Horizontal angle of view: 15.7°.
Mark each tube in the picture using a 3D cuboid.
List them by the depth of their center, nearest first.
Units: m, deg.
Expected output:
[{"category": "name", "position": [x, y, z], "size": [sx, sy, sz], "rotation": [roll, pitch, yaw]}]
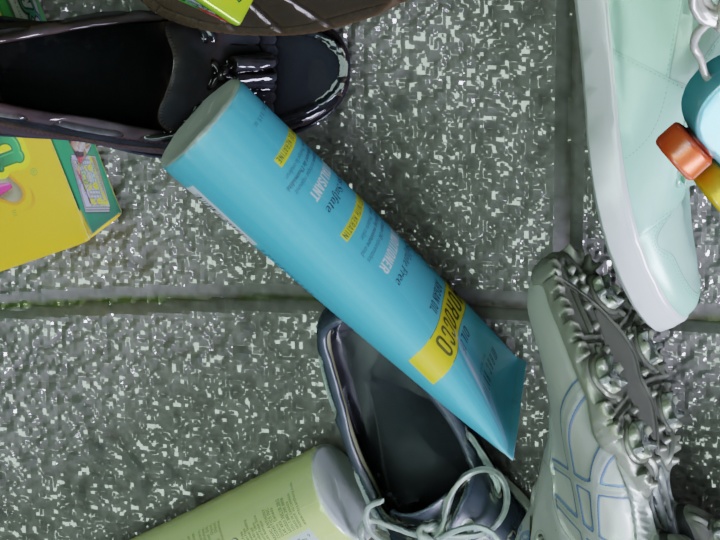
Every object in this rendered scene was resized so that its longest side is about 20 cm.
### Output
[{"category": "tube", "position": [0.000, 0.000, 1.152], "size": [0.200, 0.078, 0.050], "rotation": [42, 123, -16]}, {"category": "tube", "position": [-0.085, 0.147, 1.264], "size": [0.200, 0.052, 0.058], "rotation": [-31, 62, 25]}]

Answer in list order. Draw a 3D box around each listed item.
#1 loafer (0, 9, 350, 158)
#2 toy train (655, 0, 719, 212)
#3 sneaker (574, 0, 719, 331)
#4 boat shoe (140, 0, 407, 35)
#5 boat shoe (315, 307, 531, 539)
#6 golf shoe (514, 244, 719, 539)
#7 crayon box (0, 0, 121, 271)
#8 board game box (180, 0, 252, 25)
[{"category": "loafer", "position": [-0.100, -0.084, 1.159], "size": [0.199, 0.063, 0.072], "rotation": [-1, 95, -8]}, {"category": "toy train", "position": [0.213, -0.085, 1.056], "size": [0.199, 0.056, 0.151], "rotation": [2, 117, -13]}, {"category": "sneaker", "position": [0.158, -0.073, 1.122], "size": [0.118, 0.074, 0.201], "rotation": [-5, 105, 13]}, {"category": "boat shoe", "position": [-0.002, -0.153, 1.121], "size": [0.199, 0.076, 0.072], "rotation": [-4, 143, 14]}, {"category": "boat shoe", "position": [0.035, 0.100, 1.207], "size": [0.075, 0.062, 0.201], "rotation": [-17, 99, 19]}, {"category": "golf shoe", "position": [0.100, 0.093, 1.151], "size": [0.097, 0.078, 0.201], "rotation": [-21, 89, 30]}, {"category": "crayon box", "position": [-0.230, -0.086, 1.230], "size": [0.172, 0.058, 0.201], "rotation": [-18, 99, 19]}, {"category": "board game box", "position": [-0.098, -0.179, 1.098], "size": [0.200, 0.048, 0.102], "rotation": [26, 87, 49]}]
